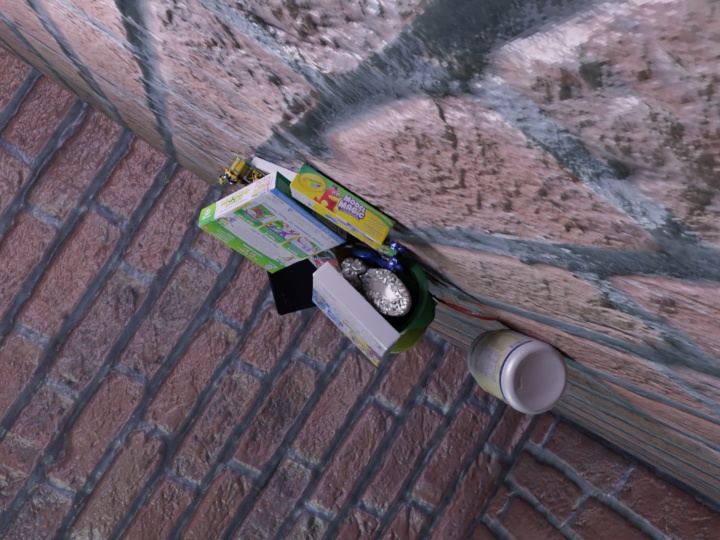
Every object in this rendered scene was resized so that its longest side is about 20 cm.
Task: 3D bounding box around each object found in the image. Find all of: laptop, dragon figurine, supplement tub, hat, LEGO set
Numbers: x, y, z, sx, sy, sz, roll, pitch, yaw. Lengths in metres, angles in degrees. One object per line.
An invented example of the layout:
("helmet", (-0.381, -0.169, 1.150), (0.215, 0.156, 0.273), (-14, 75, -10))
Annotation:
("laptop", (-0.117, 0.038, 1.625), (0.200, 0.116, 0.188), (32, -149, -48))
("dragon figurine", (0.021, -0.043, 1.298), (0.199, 0.059, 0.099), (25, 171, 33))
("supplement tub", (0.320, 0.203, 1.362), (0.145, 0.145, 0.200), (33, 176, -16))
("hat", (0.136, 0.084, 1.367), (0.175, 0.166, 0.200), (23, -163, -39))
("LEGO set", (-0.230, -0.145, 1.340), (0.153, 0.116, 0.200), (36, 180, -14))

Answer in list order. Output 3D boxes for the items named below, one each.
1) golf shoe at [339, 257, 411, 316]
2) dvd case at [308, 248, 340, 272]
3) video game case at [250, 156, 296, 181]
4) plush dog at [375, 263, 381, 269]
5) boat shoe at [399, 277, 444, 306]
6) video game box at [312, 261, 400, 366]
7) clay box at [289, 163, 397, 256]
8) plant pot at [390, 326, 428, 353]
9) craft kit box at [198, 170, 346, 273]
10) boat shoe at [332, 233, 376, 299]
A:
("golf shoe", (0.043, 0.036, 1.280), (0.097, 0.079, 0.200), (28, -176, -46))
("dvd case", (-0.070, -0.020, 1.492), (0.200, 0.022, 0.146), (50, 157, -20))
("video game case", (-0.103, -0.148, 1.273), (0.182, 0.023, 0.200), (35, 176, -39))
("plush dog", (0.056, 0.031, 1.535), (0.172, 0.160, 0.200), (60, 169, -9))
("boat shoe", (0.092, 0.020, 1.411), (0.200, 0.071, 0.072), (39, 177, -8))
("video game box", (-0.013, 0.091, 1.287), (0.200, 0.047, 0.182), (45, 162, 9))
("clay box", (-0.019, -0.095, 1.072), (0.199, 0.048, 0.115), (32, 176, -3))
("plant pot", (0.054, 0.099, 1.733), (0.200, 0.201, 0.193), (29, 178, 38))
("craft kit box", (-0.161, -0.082, 1.218), (0.197, 0.049, 0.200), (-23, 140, 29))
("boat shoe", (0.000, 0.000, 1.421), (0.201, 0.073, 0.063), (61, 180, -12))
